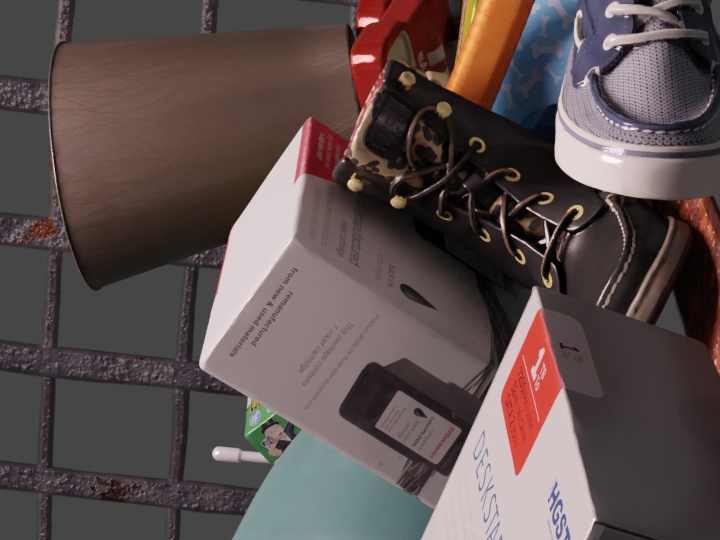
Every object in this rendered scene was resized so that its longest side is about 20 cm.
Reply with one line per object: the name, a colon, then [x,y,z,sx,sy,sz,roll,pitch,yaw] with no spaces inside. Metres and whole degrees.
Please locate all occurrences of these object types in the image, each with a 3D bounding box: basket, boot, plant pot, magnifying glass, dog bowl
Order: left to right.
basket: [-0.093,-0.088,1.184,0.136,0.198,0.182,71,-169,-58]
plant pot: [0.027,0.158,0.992,0.202,0.198,0.162,98,-171,-45]
magnifying glass: [0.044,-0.058,0.898,0.022,0.079,0.201,-68,-1,-57]
boot: [0.064,-0.030,0.793,0.074,0.149,0.200,-61,5,16]
dog bowl: [0.101,-0.085,0.935,0.112,0.049,0.202,-51,-25,-51]
boot: [0.114,-0.099,0.725,0.200,0.072,0.091,-86,-3,-69]

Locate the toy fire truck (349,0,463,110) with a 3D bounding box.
toy fire truck: [0.048,-0.096,1.177,0.168,0.111,0.202,-57,-38,-47]

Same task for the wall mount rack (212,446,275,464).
wall mount rack: [-0.007,0.073,1.225,0.173,0.075,0.201,-34,21,32]

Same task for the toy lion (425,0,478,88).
toy lion: [0.083,-0.181,1.005,0.192,0.068,0.202,117,161,-73]

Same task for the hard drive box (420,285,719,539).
hard drive box: [0.067,0.135,0.637,0.156,0.076,0.202,-95,25,-65]

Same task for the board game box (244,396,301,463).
board game box: [-0.016,0.030,1.192,0.134,0.029,0.201,-39,21,16]

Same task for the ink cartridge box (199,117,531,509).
ink cartridge box: [0.032,0.035,0.858,0.084,0.199,0.146,-52,15,22]
